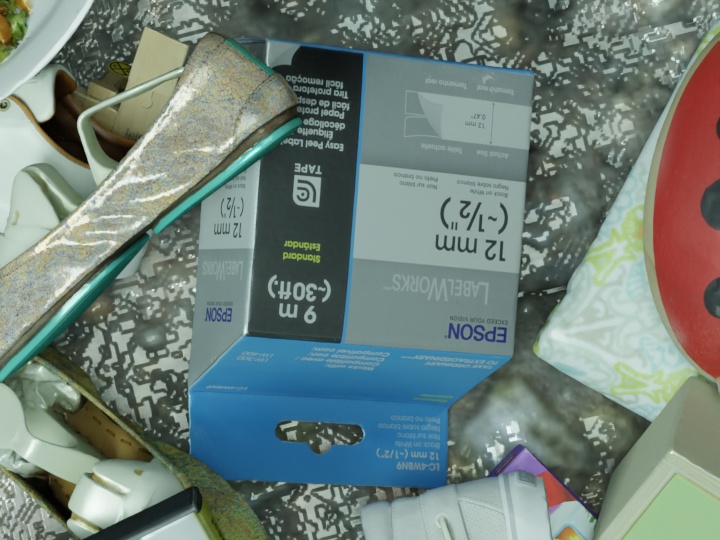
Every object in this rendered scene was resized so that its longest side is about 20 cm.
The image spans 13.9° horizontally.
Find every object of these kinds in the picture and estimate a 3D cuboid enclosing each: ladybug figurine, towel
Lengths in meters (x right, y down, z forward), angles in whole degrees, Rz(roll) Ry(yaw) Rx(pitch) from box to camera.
[{"bbox_3d":[0.200,-0.036,1.345,0.135,0.072,0.201,14,88,0],"label":"ladybug figurine"},{"bbox_3d":[0.202,-0.007,1.404,0.171,0.048,0.200,29,88,2],"label":"towel"}]

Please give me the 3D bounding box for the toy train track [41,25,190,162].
[{"bbox_3d":[-0.140,-0.084,1.397,0.199,0.033,0.115,25,119,5],"label":"toy train track"}]

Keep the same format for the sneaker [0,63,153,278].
[{"bbox_3d":[-0.181,-0.073,1.361,0.199,0.073,0.085,22,117,-5],"label":"sneaker"}]

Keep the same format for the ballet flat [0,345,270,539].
[{"bbox_3d":[-0.120,0.093,1.330,0.071,0.071,0.200,-50,54,-2],"label":"ballet flat"}]

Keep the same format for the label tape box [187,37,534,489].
[{"bbox_3d":[0.000,0.000,1.359,0.143,0.066,0.201,5,86,-28],"label":"label tape box"}]

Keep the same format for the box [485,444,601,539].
[{"bbox_3d":[0.056,0.200,1.394,0.137,0.039,0.200,45,88,-1],"label":"box"}]

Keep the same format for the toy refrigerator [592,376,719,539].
[{"bbox_3d":[0.212,0.142,1.366,0.200,0.070,0.076,32,125,-5],"label":"toy refrigerator"}]

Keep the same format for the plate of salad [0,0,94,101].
[{"bbox_3d":[-0.199,-0.157,1.290,0.199,0.048,0.201,-5,73,18],"label":"plate of salad"}]

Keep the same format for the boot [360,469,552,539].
[{"bbox_3d":[0.052,0.196,1.346,0.095,0.074,0.201,-9,80,4],"label":"boot"}]

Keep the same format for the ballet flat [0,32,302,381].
[{"bbox_3d":[-0.112,-0.033,1.306,0.200,0.068,0.067,-40,90,18],"label":"ballet flat"}]

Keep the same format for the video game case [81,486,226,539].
[{"bbox_3d":[-0.118,0.214,1.287,0.199,0.026,0.181,-26,107,6],"label":"video game case"}]
